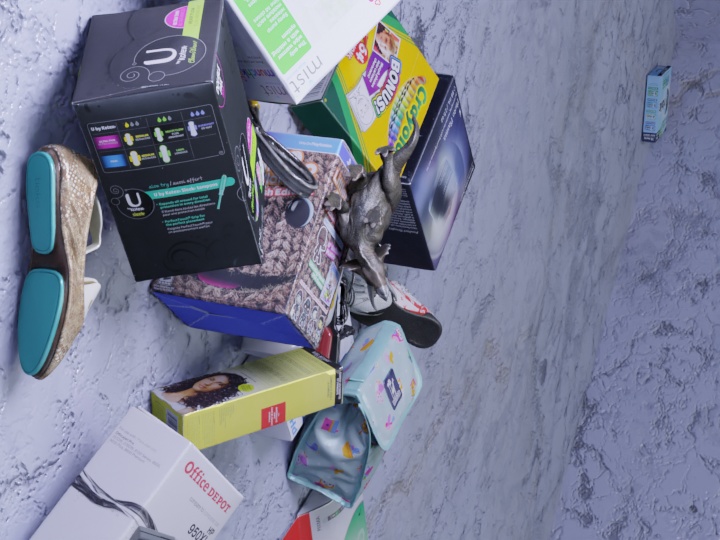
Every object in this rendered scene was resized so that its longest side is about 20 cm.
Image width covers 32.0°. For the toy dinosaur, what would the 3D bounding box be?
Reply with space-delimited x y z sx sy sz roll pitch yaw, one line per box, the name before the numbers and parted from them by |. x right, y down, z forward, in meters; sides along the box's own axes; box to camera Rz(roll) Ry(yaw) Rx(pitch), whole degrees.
toy dinosaur | 0.012 -0.071 1.302 0.102 0.077 0.201 75 25 -66

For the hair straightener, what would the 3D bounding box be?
hair straightener | -0.038 0.060 1.537 0.077 0.041 0.201 20 70 -63

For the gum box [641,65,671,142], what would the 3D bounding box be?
gum box | 0.886 -0.499 3.747 0.170 0.044 0.201 -40 133 -59

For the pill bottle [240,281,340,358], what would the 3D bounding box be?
pill bottle | -0.077 0.005 1.458 0.111 0.111 0.201 35 65 -66

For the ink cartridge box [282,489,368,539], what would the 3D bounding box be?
ink cartridge box | -0.051 0.387 1.759 0.200 0.050 0.161 -55 146 -52

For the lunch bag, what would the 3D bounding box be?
lunch bag | 0.000 0.182 1.651 0.170 0.122 0.200 -54 167 -50

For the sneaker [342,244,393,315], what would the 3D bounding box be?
sneaker | 0.000 0.000 1.623 0.076 0.088 0.200 -59 136 -20

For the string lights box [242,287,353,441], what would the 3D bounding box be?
string lights box | -0.076 0.107 1.570 0.200 0.059 0.103 -55 146 -48

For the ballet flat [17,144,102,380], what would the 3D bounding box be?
ballet flat | -0.250 -0.006 1.071 0.065 0.070 0.201 -2 102 -48

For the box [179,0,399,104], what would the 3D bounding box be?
box | -0.067 -0.289 1.199 0.200 0.097 0.177 -47 123 -21

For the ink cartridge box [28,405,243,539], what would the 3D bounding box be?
ink cartridge box | -0.217 0.249 1.171 0.200 0.084 0.145 -54 150 -17

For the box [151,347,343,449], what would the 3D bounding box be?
box | -0.118 0.135 1.340 0.200 0.075 0.050 -14 116 -35

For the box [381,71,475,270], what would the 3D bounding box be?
box | 0.067 -0.141 1.749 0.199 0.123 0.200 70 37 -53

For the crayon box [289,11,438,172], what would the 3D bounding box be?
crayon box | 0.011 -0.226 1.589 0.173 0.058 0.200 48 51 -38

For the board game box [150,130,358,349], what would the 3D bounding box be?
board game box | -0.102 -0.037 1.315 0.097 0.159 0.201 56 46 -59

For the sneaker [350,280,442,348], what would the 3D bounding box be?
sneaker | 0.019 0.038 1.777 0.201 0.108 0.067 31 97 -32

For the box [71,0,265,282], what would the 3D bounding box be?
box | -0.163 -0.116 1.122 0.149 0.124 0.200 -94 174 -50

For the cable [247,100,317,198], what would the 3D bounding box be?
cable | -0.110 -0.157 1.260 0.050 0.200 0.097 -49 148 11
